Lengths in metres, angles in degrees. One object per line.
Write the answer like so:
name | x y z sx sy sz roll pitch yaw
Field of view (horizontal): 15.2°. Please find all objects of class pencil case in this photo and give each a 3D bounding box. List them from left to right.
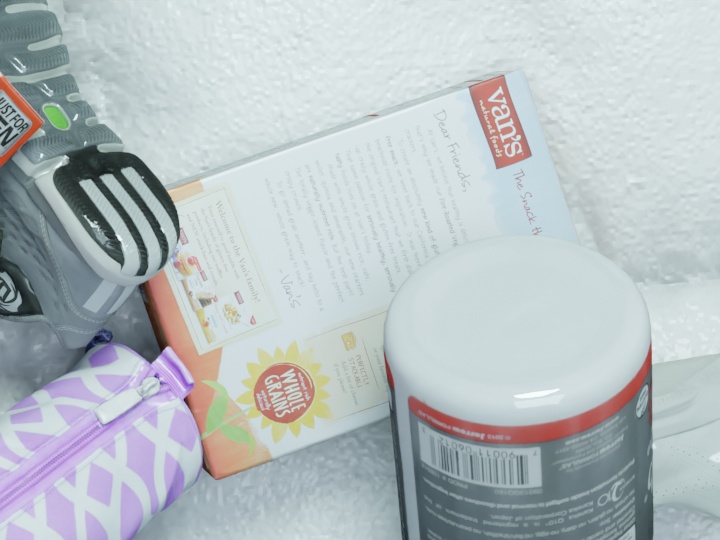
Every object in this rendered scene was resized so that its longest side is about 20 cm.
pencil case | -0.152 0.108 1.182 0.084 0.085 0.200 50 53 1

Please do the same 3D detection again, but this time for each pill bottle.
pill bottle | 0.073 0.093 1.207 0.116 0.116 0.200 -14 131 -10

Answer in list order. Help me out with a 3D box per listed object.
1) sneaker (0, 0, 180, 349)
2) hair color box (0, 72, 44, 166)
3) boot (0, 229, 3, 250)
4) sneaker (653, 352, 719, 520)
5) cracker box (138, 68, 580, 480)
sneaker | -0.168 -0.048 1.219 0.075 0.116 0.200 -11 59 -42
hair color box | -0.241 -0.030 1.130 0.101 0.061 0.200 41 84 21
boot | -0.249 0.041 1.178 0.131 0.068 0.200 29 113 -12
sneaker | 0.199 0.081 1.302 0.200 0.075 0.089 -10 106 -5
cracker box | 0.000 0.000 1.259 0.200 0.058 0.134 -19 96 -9
